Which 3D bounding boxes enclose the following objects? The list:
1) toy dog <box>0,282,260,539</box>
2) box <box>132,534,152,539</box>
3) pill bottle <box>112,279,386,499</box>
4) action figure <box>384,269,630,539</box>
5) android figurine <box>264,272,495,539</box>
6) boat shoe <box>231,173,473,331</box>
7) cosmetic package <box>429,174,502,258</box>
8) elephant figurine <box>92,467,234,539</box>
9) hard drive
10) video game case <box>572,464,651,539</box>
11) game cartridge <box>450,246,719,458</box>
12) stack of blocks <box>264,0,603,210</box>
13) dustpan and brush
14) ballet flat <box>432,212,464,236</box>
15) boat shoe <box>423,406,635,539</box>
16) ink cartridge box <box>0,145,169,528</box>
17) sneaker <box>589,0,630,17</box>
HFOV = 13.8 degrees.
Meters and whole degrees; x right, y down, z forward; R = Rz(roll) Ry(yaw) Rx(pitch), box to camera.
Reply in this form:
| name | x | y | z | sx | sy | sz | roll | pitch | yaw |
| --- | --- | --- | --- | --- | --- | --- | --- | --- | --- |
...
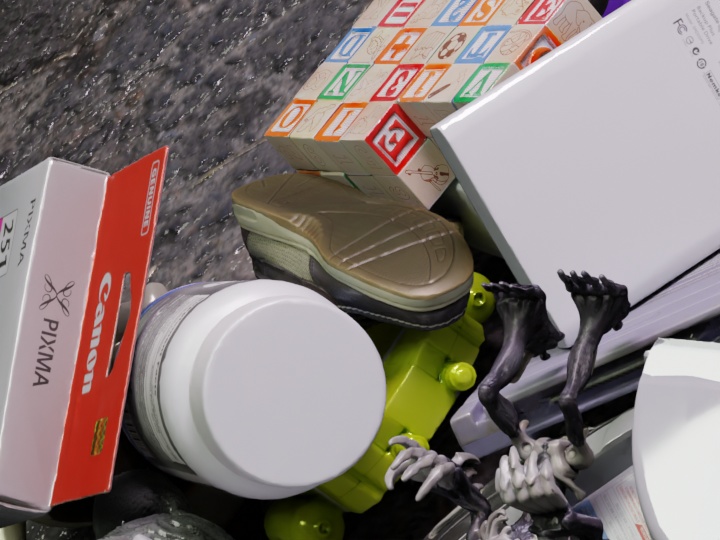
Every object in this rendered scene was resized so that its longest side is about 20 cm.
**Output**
| name | x | y | z | sx | sy | sz | roll | pitch | yaw |
| --- | --- | --- | --- | --- | --- | --- | --- | --- | --- |
| toy dog | -0.142 | 0.096 | 1.745 | 0.200 | 0.140 | 0.194 | 17 | 70 | 51 |
| box | -0.083 | 0.259 | 1.479 | 0.200 | 0.152 | 0.106 | -59 | 34 | 3 |
| pill bottle | -0.058 | 0.061 | 1.566 | 0.114 | 0.114 | 0.200 | -55 | 13 | -10 |
| action figure | 0.072 | 0.101 | 1.429 | 0.119 | 0.102 | 0.200 | -1 | 74 | 42 |
| android figurine | 0.010 | 0.074 | 1.632 | 0.182 | 0.041 | 0.200 | -57 | 14 | -13 |
| boat shoe | -0.001 | 0.000 | 1.612 | 0.072 | 0.066 | 0.201 | -23 | 28 | -27 |
| cosmetic package | 0.105 | -0.057 | 1.649 | 0.102 | 0.074 | 0.200 | -47 | 26 | -9 |
| elephant figurine | -0.119 | 0.175 | 1.610 | 0.200 | 0.155 | 0.142 | -54 | 35 | 25 |
| hard drive | 0.152 | -0.069 | 1.539 | 0.200 | 0.132 | 0.027 | -33 | 7 | -13 |
| video game case | 0.127 | 0.176 | 1.440 | 0.200 | 0.018 | 0.143 | -36 | 55 | 16 |
| game cartridge | 0.152 | 0.029 | 1.531 | 0.200 | 0.038 | 0.130 | -25 | 6 | 30 |
| stack of blocks | 0.046 | -0.094 | 1.638 | 0.115 | 0.059 | 0.200 | -52 | 26 | -18 |
| dustpan and brush | 0.178 | 0.138 | 1.383 | 0.139 | 0.057 | 0.200 | 5 | 67 | 31 |
| ballet flat | 0.007 | 0.001 | 1.718 | 0.200 | 0.066 | 0.057 | 154 | 120 | -64 |
| boat shoe | 0.109 | 0.108 | 1.514 | 0.200 | 0.071 | 0.064 | -35 | 34 | 17 |
| ink cartridge box | -0.173 | 0.035 | 1.655 | 0.174 | 0.043 | 0.200 | -23 | 56 | 62 |
| sneaker | 0.154 | -0.197 | 1.735 | 0.070 | 0.100 | 0.200 | 16 | 69 | 50 |
